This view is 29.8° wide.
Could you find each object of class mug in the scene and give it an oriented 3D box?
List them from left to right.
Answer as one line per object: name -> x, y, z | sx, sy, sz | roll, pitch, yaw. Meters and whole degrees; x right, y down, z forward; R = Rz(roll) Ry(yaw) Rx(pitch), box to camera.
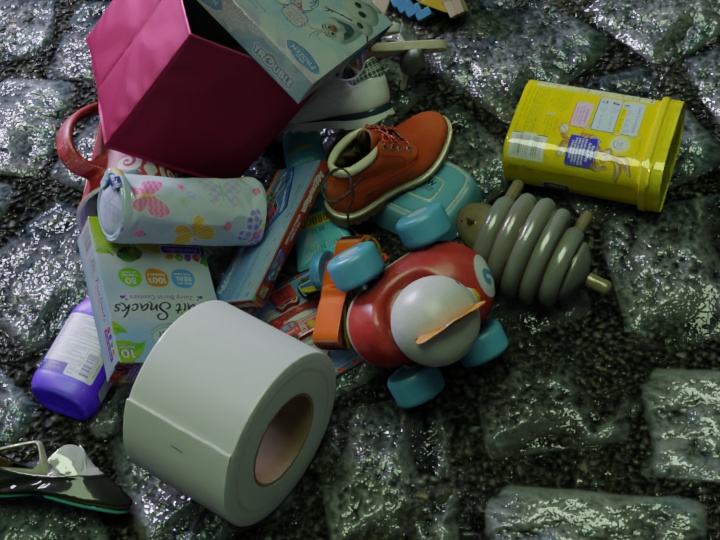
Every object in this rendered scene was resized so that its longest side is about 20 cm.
mug -> -0.287, -0.148, 1.703 | 0.132, 0.178, 0.201 | -9, 48, 9

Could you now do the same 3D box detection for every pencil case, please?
pencil case -> -0.209, -0.073, 1.591 | 0.198, 0.083, 0.091 | 2, 43, -30

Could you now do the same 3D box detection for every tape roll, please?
tape roll -> -0.136, 0.151, 1.439 | 0.138, 0.203, 0.203 | 25, 61, 23

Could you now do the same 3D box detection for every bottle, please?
bottle -> -0.311, 0.077, 1.602 | 0.083, 0.066, 0.201 | 16, 57, 13

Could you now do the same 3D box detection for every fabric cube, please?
fabric cube -> -0.195, -0.259, 1.657 | 0.195, 0.199, 0.201 | 14, 45, -37

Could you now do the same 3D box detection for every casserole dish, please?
casserole dish -> 0.059, -0.106, 1.702 | 0.199, 0.039, 0.121 | 26, 62, 23

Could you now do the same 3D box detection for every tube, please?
tube -> -0.059, -0.091, 1.704 | 0.077, 0.050, 0.201 | -24, 54, 15

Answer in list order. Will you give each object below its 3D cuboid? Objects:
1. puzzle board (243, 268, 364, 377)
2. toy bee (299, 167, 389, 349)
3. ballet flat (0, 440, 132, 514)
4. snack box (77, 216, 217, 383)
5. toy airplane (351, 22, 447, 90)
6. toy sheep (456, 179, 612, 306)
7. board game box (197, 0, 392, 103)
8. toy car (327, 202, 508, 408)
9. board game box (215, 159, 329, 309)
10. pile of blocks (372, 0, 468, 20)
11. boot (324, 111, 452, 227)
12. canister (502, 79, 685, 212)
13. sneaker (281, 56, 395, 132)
puzzle board -> -0.066, 0.070, 1.604 | 0.199, 0.017, 0.151 | -29, 55, -12
toy bee -> 0.000, 0.000, 1.582 | 0.130, 0.108, 0.201 | 23, 90, 35
ballet flat -> -0.345, 0.224, 1.489 | 0.198, 0.068, 0.069 | 4, 87, 11
snack box -> -0.241, 0.032, 1.581 | 0.141, 0.053, 0.201 | 1, 56, -30
toy airplane -> -0.011, -0.280, 1.777 | 0.199, 0.142, 0.199 | 10, 23, 31
toy sheep -> 0.201, -0.025, 1.569 | 0.199, 0.138, 0.138 | 23, 60, 16
board game box -> -0.085, -0.316, 1.597 | 0.200, 0.043, 0.199 | 46, 41, 0
toy car -> 0.087, 0.042, 1.446 | 0.176, 0.185, 0.200 | -30, 12, -15
board game box -> -0.109, -0.042, 1.635 | 0.103, 0.019, 0.201 | -6, 53, 53
pile of blocks -> 0.065, -0.396, 1.911 | 0.199, 0.083, 0.062 | 29, 19, 16
boot -> 0.037, -0.147, 1.646 | 0.200, 0.108, 0.075 | -40, 59, -22
canister -> 0.289, -0.159, 1.679 | 0.198, 0.087, 0.149 | 12, 56, 18
sneaker -> -0.046, -0.221, 1.701 | 0.199, 0.081, 0.076 | -2, 24, 35
